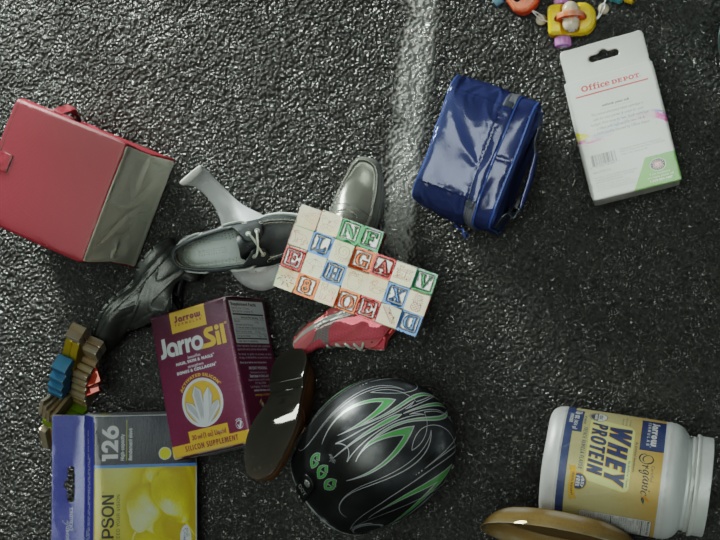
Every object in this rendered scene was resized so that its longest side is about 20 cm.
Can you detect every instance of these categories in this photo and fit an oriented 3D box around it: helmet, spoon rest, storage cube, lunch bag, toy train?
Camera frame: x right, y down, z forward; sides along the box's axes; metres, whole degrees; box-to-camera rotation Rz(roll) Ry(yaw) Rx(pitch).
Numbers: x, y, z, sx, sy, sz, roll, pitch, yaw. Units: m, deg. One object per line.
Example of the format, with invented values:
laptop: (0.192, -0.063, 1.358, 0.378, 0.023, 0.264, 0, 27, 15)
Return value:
helmet: (0.025, 0.232, 1.489, 0.191, 0.200, 0.200, -43, 78, 20)
spoon rest: (-0.172, -0.062, 1.627, 0.099, 0.061, 0.200, -37, 92, 11)
storage cube: (-0.397, -0.120, 1.620, 0.180, 0.171, 0.200, 23, 92, 14)
lunch bag: (0.161, -0.139, 1.498, 0.132, 0.136, 0.200, 20, 92, 15)
toy train: (0.276, -0.386, 1.523, 0.200, 0.056, 0.150, -29, 81, 11)

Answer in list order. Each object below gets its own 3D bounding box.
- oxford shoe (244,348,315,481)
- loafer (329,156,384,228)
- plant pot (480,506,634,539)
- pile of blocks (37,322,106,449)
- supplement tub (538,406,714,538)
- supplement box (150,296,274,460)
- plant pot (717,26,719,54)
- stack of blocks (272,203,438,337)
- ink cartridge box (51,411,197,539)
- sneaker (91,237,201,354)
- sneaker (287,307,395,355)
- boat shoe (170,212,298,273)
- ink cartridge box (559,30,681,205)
oxford shoe: (-0.094, 0.200, 1.509, 0.071, 0.071, 0.200, -6, 43, 26)
loafer: (-0.015, -0.059, 1.572, 0.070, 0.070, 0.200, 13, 90, 15)
plant pot: (0.250, 0.326, 1.428, 0.200, 0.200, 0.028, 8, 70, 14)
pile of blocks: (-0.403, 0.174, 1.626, 0.062, 0.082, 0.200, 21, 114, 13)
supplement tub: (0.330, 0.253, 1.430, 0.200, 0.144, 0.145, 7, 89, 14)
supplement box: (-0.192, 0.147, 1.574, 0.131, 0.103, 0.200, -17, 79, 24)
plant pot: (0.538, -0.336, 1.399, 0.200, 0.200, 0.134, 0, 60, 14)
stack of blocks: (0.000, 0.000, 1.504, 0.200, 0.059, 0.115, 20, 90, 6)
ink cartridge box: (-0.328, 0.298, 1.605, 0.200, 0.047, 0.198, 0, 88, -16)
sneaker: (-0.307, 0.051, 1.643, 0.091, 0.076, 0.200, 40, 101, 3)
sneaker: (-0.006, 0.081, 1.562, 0.200, 0.074, 0.087, -31, 82, 11)
boat shoe: (-0.160, -0.032, 1.568, 0.200, 0.060, 0.076, -15, 96, 9)
ink cartridge box: (0.335, -0.196, 1.492, 0.117, 0.067, 0.200, -13, 85, 14)
